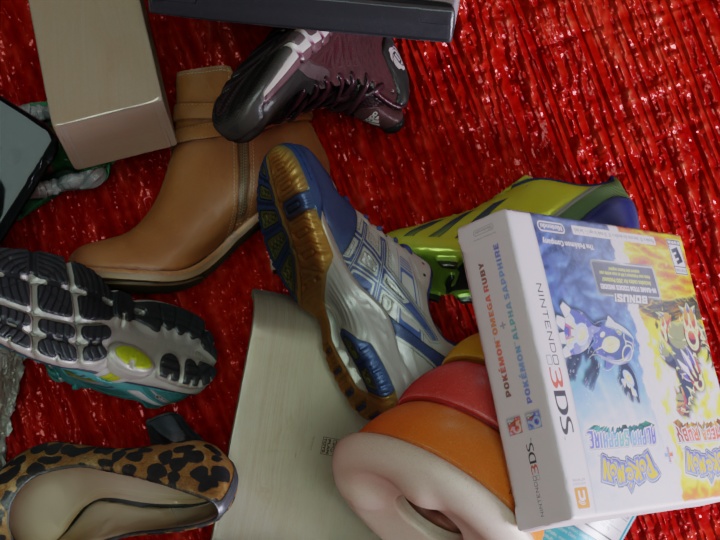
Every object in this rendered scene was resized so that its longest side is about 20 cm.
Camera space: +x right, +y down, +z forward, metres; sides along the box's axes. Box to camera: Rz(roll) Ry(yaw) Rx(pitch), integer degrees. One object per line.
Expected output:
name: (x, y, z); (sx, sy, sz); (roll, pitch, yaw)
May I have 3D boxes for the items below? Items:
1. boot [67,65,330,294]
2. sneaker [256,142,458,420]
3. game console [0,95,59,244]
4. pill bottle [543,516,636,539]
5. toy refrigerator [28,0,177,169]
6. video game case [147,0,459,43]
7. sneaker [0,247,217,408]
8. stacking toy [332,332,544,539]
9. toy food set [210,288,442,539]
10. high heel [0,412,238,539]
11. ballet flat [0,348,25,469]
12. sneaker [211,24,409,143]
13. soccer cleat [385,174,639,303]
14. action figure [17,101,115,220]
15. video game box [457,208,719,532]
boot: (-0.122, -0.067, 0.875); (0.198, 0.074, 0.156); (-9, 85, -15)
sneaker: (0.000, 0.000, 0.835); (0.088, 0.075, 0.201); (-27, 94, -28)
game console: (-0.328, -0.053, 0.830); (0.176, 0.031, 0.201); (32, 88, 3)
pill bottle: (0.131, 0.163, 0.846); (0.110, 0.111, 0.201); (31, 83, 0)
toy refrigerator: (-0.188, -0.178, 0.857); (0.075, 0.070, 0.201); (-15, 68, -5)
video game case: (-0.027, -0.216, 0.841); (0.198, 0.181, 0.026); (7, 127, 5)
sneaker: (-0.190, 0.051, 0.815); (0.199, 0.079, 0.078); (28, 44, -36)
stacking toy: (0.088, 0.090, 0.784); (0.146, 0.146, 0.200); (37, 62, 0)
toy food set: (-0.027, 0.124, 0.873); (0.142, 0.060, 0.202); (12, 85, -14)
high heel: (-0.180, 0.161, 0.793); (0.199, 0.142, 0.072); (-27, 111, -18)
ballet flat: (-0.281, 0.120, 0.848); (0.071, 0.072, 0.202); (7, 85, -3)
sneaker: (-0.017, -0.126, 0.848); (0.116, 0.075, 0.201); (48, 44, -19)
soccer cleat: (0.104, -0.028, 0.895); (0.198, 0.065, 0.084); (-6, 62, -1)
action figure: (-0.253, -0.080, 0.875); (0.198, 0.055, 0.119); (-14, 89, -6)
video game box: (0.154, 0.061, 0.761); (0.199, 0.047, 0.184); (4, 71, -45)
